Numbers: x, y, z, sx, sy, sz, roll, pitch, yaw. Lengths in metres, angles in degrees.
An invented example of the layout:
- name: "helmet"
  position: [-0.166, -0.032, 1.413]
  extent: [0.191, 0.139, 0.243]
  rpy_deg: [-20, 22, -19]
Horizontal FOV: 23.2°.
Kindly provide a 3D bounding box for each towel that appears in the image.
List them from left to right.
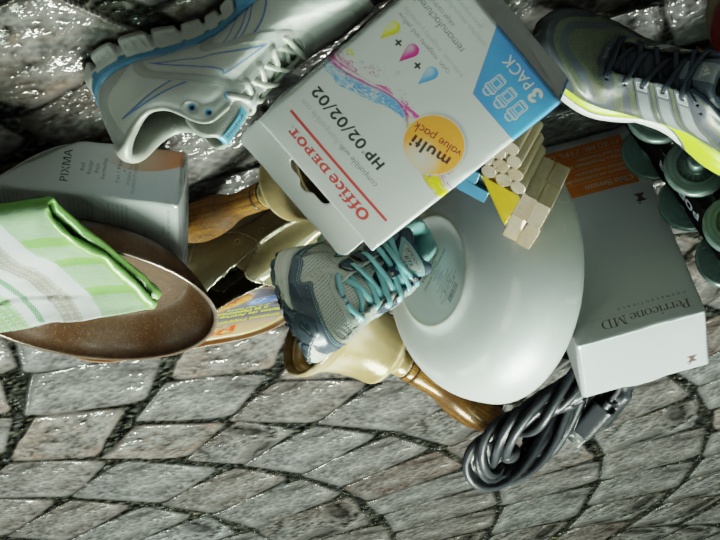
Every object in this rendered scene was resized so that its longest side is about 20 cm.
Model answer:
- name: "towel"
  position: [-0.257, 0.006, 1.202]
  extent: [0.200, 0.031, 0.149]
  rpy_deg: [-8, 151, 25]

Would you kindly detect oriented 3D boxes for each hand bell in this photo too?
- name: "hand bell"
  position: [-0.077, -0.052, 1.290]
  extent: [0.104, 0.104, 0.200]
  rpy_deg: [10, 158, -44]
- name: "hand bell"
  position: [0.047, 0.084, 1.457]
  extent: [0.200, 0.104, 0.104]
  rpy_deg: [31, 136, -23]

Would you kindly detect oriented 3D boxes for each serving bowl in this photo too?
- name: "serving bowl"
  position: [0.080, 0.001, 1.327]
  extent: [0.066, 0.200, 0.200]
  rpy_deg: [2, 151, -35]

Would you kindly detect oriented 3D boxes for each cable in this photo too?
- name: "cable"
  position: [0.160, 0.108, 1.423]
  extent: [0.163, 0.051, 0.200]
  rpy_deg: [-22, 158, -30]

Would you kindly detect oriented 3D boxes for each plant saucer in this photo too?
- name: "plant saucer"
  position: [-0.201, 0.010, 1.275]
  extent: [0.200, 0.037, 0.200]
  rpy_deg: [5, 155, 2]

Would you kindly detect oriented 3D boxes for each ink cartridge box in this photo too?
- name: "ink cartridge box"
  position: [-0.225, -0.041, 1.271]
  extent: [0.200, 0.050, 0.162]
  rpy_deg: [9, 154, -1]
- name: "ink cartridge box"
  position: [0.019, -0.097, 1.125]
  extent: [0.200, 0.115, 0.068]
  rpy_deg: [-39, -172, 21]

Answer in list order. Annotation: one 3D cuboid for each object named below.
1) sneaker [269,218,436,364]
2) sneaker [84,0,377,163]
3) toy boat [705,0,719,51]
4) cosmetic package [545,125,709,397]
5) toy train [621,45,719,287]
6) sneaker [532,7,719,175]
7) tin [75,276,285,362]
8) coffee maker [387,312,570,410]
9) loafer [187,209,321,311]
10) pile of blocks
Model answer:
- name: "sneaker"
  position: [0.000, 0.000, 1.236]
  extent: [0.086, 0.078, 0.200]
  rpy_deg: [-19, -168, 20]
- name: "sneaker"
  position: [-0.076, -0.123, 1.109]
  extent: [0.200, 0.087, 0.075]
  rpy_deg: [-23, 153, 15]
- name: "toy boat"
  position: [0.321, -0.172, 1.171]
  extent: [0.130, 0.131, 0.200]
  rpy_deg: [-5, 155, -19]
- name: "cosmetic package"
  position: [0.190, -0.010, 1.356]
  extent: [0.101, 0.200, 0.071]
  rpy_deg: [-15, 140, 0]
- name: "toy train"
  position: [0.272, -0.077, 1.286]
  extent: [0.114, 0.200, 0.085]
  rpy_deg: [-27, 155, -7]
- name: "sneaker"
  position: [0.212, -0.131, 1.193]
  extent: [0.200, 0.074, 0.081]
  rpy_deg: [22, 162, -5]
- name: "tin"
  position: [-0.150, 0.032, 1.465]
  extent: [0.200, 0.042, 0.112]
  rpy_deg: [-10, 153, -13]
- name: "coffee maker"
  position: [0.142, 0.025, 1.500]
  extent: [0.200, 0.135, 0.192]
  rpy_deg: [-30, 151, 30]
- name: "loafer"
  position: [-0.060, -0.019, 1.367]
  extent: [0.200, 0.068, 0.076]
  rpy_deg: [-23, 158, 23]
- name: "pile of blocks"
  position: [0.088, -0.111, 1.211]
  extent: [0.082, 0.062, 0.200]
  rpy_deg: [0, 129, 30]
